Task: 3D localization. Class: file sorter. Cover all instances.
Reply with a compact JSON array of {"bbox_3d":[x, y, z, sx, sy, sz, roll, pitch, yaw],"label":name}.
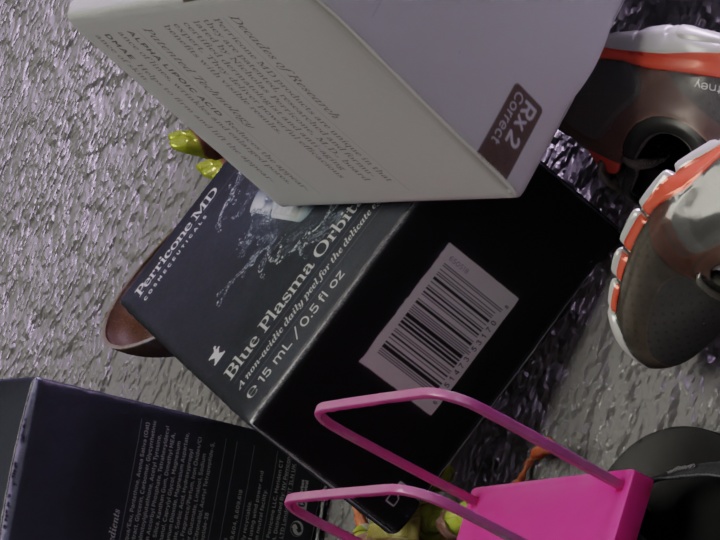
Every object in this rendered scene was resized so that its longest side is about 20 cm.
[{"bbox_3d":[0.022,0.169,1.260,0.139,0.125,0.201,-14,53,58],"label":"file sorter"}]

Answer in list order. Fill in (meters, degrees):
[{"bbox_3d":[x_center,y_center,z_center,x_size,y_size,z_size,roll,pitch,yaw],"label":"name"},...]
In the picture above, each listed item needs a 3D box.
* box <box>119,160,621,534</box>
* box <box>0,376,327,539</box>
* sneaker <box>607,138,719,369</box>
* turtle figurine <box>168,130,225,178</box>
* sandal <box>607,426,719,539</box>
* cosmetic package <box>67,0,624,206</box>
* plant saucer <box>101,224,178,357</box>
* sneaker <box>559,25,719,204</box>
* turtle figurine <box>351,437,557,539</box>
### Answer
[{"bbox_3d":[0.000,0.000,1.453,0.197,0.117,0.200,-53,30,-1],"label":"box"},{"bbox_3d":[-0.142,0.134,1.598,0.148,0.199,0.105,-6,71,59],"label":"box"},{"bbox_3d":[0.185,-0.020,1.246,0.201,0.077,0.082,-57,40,28],"label":"sneaker"},{"bbox_3d":[-0.063,-0.139,1.637,0.200,0.064,0.162,37,113,42],"label":"turtle figurine"},{"bbox_3d":[0.165,0.115,1.241,0.200,0.043,0.077,17,90,61],"label":"sandal"},{"bbox_3d":[0.000,-0.143,1.325,0.199,0.165,0.166,-2,54,52],"label":"cosmetic package"},{"bbox_3d":[-0.070,-0.013,1.641,0.200,0.032,0.200,-36,18,13],"label":"plant saucer"},{"bbox_3d":[0.125,-0.076,1.361,0.200,0.077,0.083,5,86,61],"label":"sneaker"},{"bbox_3d":[0.031,0.156,1.429,0.200,0.064,0.163,-19,60,55],"label":"turtle figurine"}]
